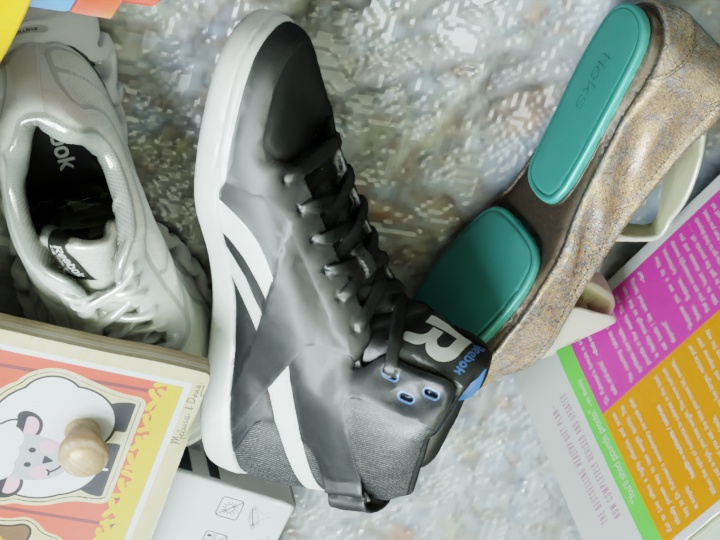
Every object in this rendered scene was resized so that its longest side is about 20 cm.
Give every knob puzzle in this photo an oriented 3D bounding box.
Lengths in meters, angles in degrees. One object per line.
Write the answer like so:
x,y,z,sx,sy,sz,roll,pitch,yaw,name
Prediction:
-0.175,0.089,1.045,0.218,0.031,0.221,-4,132,-4,knob puzzle

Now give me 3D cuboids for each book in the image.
0.157,0.025,1.066,0.048,0.134,0.200,24,121,-42,book

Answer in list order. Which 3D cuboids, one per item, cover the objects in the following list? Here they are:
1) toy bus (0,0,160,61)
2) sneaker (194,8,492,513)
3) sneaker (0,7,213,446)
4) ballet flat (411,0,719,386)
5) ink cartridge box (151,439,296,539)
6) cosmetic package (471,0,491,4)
-0.140,-0.143,0.889,0.191,0.136,0.200,6,149,-20,toy bus
0.000,0.000,1.038,0.111,0.073,0.201,15,124,21,sneaker
-0.102,-0.002,1.040,0.075,0.081,0.201,-21,123,-1,sneaker
0.086,-0.013,1.081,0.067,0.068,0.200,22,115,-30,ballet flat
-0.136,0.101,1.117,0.199,0.039,0.100,18,115,-22,ink cartridge box
0.071,-0.231,0.889,0.166,0.167,0.201,-18,123,-1,cosmetic package
